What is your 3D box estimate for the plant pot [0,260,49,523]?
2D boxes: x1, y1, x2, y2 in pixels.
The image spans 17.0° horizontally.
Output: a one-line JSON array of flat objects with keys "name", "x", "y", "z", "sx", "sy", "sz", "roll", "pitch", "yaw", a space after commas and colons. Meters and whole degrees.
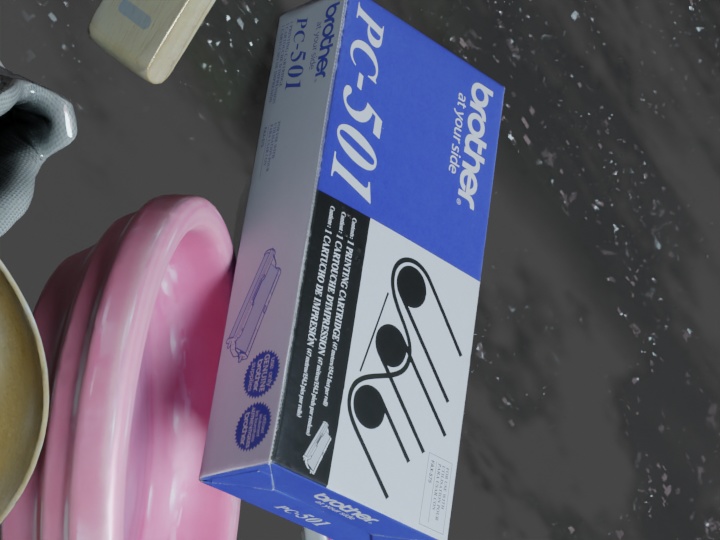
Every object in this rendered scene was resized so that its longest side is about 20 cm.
[{"name": "plant pot", "x": -0.200, "y": 0.031, "z": 0.770, "sx": 0.200, "sy": 0.027, "sz": 0.200, "roll": -3, "pitch": 126, "yaw": -4}]

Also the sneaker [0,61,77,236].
[{"name": "sneaker", "x": -0.182, "y": -0.032, "z": 0.786, "sx": 0.200, "sy": 0.115, "sz": 0.075, "roll": -24, "pitch": 116, "yaw": -32}]

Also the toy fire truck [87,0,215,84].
[{"name": "toy fire truck", "x": -0.031, "y": -0.165, "z": 0.832, "sx": 0.200, "sy": 0.176, "sz": 0.129, "roll": -28, "pitch": 118, "yaw": -30}]

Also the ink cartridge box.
[{"name": "ink cartridge box", "x": 0.000, "y": 0.000, "z": 0.933, "sx": 0.094, "sy": 0.044, "sz": 0.200, "roll": 28, "pitch": 59, "yaw": -37}]

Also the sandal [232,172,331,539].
[{"name": "sandal", "x": 0.003, "y": 0.043, "z": 0.994, "sx": 0.082, "sy": 0.050, "sz": 0.203, "roll": -27, "pitch": 116, "yaw": -32}]

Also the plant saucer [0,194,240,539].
[{"name": "plant saucer", "x": -0.085, "y": 0.072, "z": 0.876, "sx": 0.201, "sy": 0.051, "sz": 0.201, "roll": 3, "pitch": 90, "yaw": -80}]
